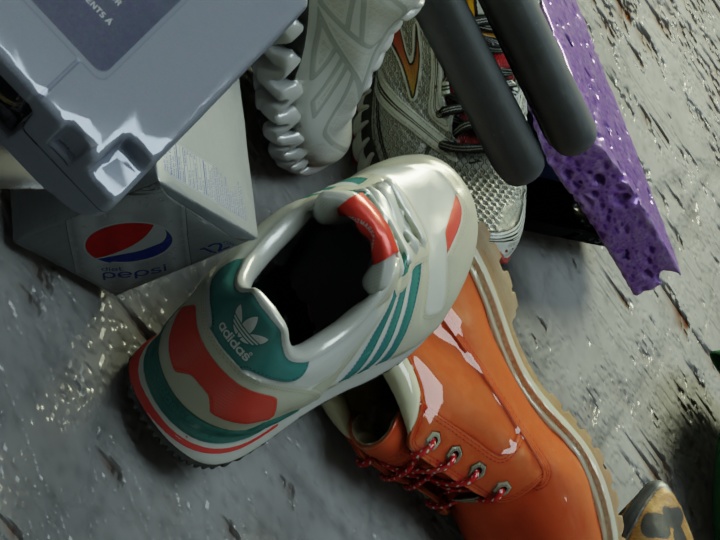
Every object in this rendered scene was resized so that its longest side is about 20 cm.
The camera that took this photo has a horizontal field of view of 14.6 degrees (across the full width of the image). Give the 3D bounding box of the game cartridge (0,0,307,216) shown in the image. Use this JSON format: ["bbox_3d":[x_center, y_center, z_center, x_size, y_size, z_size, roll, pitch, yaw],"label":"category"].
[{"bbox_3d":[-0.114,-0.128,0.908,0.200,0.041,0.133,47,54,-6],"label":"game cartridge"}]

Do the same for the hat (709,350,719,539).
[{"bbox_3d":[0.198,0.166,1.465,0.166,0.176,0.200,45,-3,-36],"label":"hat"}]

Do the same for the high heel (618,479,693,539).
[{"bbox_3d":[0.166,0.176,1.287,0.200,0.071,0.143,16,84,-50],"label":"high heel"}]

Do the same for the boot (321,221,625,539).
[{"bbox_3d":[0.038,0.077,1.179,0.107,0.075,0.201,-39,104,-53],"label":"boot"}]

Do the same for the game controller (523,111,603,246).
[{"bbox_3d":[0.082,-0.066,1.388,0.200,0.042,0.105,9,63,-61],"label":"game controller"}]

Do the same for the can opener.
[{"bbox_3d":[0.036,-0.133,1.185,0.201,0.053,0.067,62,-3,-25],"label":"can opener"}]

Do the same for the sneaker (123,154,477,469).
[{"bbox_3d":[-0.001,0.000,1.066,0.070,0.093,0.200,51,44,4],"label":"sneaker"}]

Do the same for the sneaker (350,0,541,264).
[{"bbox_3d":[0.040,-0.096,1.259,0.077,0.082,0.201,4,64,-24],"label":"sneaker"}]

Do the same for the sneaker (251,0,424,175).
[{"bbox_3d":[-0.010,-0.105,1.136,0.200,0.081,0.076,85,-4,-60],"label":"sneaker"}]

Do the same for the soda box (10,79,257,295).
[{"bbox_3d":[-0.092,-0.098,1.049,0.063,0.068,0.201,31,45,-52],"label":"soda box"}]

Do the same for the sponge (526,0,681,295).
[{"bbox_3d":[0.096,-0.094,1.349,0.112,0.030,0.201,50,17,-47],"label":"sponge"}]

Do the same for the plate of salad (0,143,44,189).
[{"bbox_3d":[-0.131,-0.120,0.948,0.199,0.048,0.201,18,55,-26],"label":"plate of salad"}]
